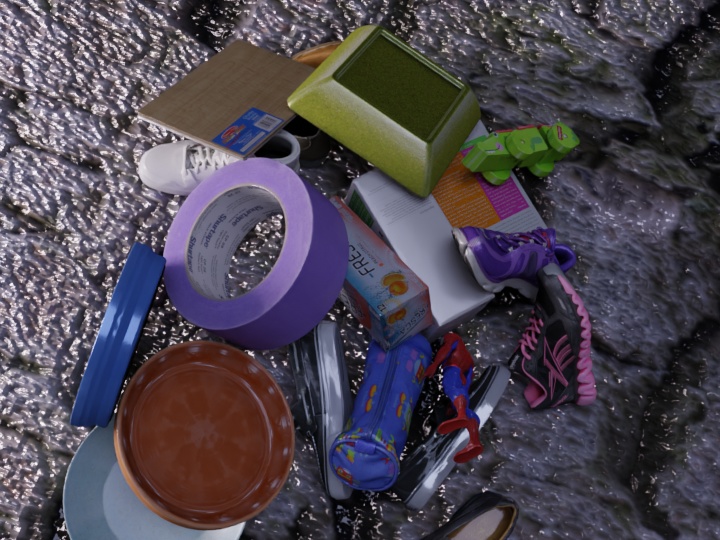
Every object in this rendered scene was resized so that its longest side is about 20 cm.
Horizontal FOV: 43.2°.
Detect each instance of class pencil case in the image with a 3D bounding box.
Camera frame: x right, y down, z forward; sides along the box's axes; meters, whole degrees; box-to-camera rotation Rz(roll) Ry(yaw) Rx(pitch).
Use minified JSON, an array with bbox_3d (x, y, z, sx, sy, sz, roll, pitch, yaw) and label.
[{"bbox_3d":[0.026,0.142,1.005,0.077,0.087,0.201,9,42,12],"label":"pencil case"}]

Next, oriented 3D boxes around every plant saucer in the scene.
[{"bbox_3d":[-0.219,0.245,0.992,0.199,0.039,0.203,3,71,-8],"label":"plant saucer"},{"bbox_3d":[-0.165,0.175,0.971,0.199,0.032,0.202,14,60,-27],"label":"plant saucer"},{"bbox_3d":[0.042,-0.209,1.090,0.199,0.048,0.200,34,48,1],"label":"plant saucer"}]

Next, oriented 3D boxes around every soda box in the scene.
[{"bbox_3d":[0.000,0.000,1.049,0.068,0.064,0.200,-28,48,-17],"label":"soda box"}]

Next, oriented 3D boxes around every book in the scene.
[{"bbox_3d":[0.148,-0.084,1.158,0.133,0.048,0.201,-25,78,-20],"label":"book"}]

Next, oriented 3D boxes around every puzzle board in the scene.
[{"bbox_3d":[-0.142,-0.203,1.073,0.150,0.018,0.200,24,47,18],"label":"puzzle board"}]

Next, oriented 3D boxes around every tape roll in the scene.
[{"bbox_3d":[-0.118,-0.018,1.019,0.198,0.085,0.202,-11,65,25],"label":"tape roll"}]

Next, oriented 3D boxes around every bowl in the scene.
[{"bbox_3d":[-0.252,0.070,0.959,0.039,0.201,0.202,20,69,-11],"label":"bowl"}]

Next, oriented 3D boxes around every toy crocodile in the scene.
[{"bbox_3d":[0.207,-0.157,1.153,0.199,0.068,0.062,-12,66,-34],"label":"toy crocodile"}]

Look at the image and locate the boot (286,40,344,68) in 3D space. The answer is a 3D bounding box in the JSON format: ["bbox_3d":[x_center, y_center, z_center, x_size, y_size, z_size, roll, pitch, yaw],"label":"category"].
[{"bbox_3d":[0.008,-0.217,1.159,0.199,0.071,0.145,-10,63,-21],"label":"boot"}]

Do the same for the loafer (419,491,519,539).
[{"bbox_3d":[0.097,0.319,1.000,0.073,0.072,0.200,44,71,6],"label":"loafer"}]

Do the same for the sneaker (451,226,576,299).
[{"bbox_3d":[0.178,-0.025,1.043,0.199,0.083,0.081,9,48,-49],"label":"sneaker"}]

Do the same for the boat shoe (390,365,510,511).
[{"bbox_3d":[0.102,0.182,1.050,0.056,0.069,0.200,37,72,5],"label":"boat shoe"}]

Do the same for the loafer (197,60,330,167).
[{"bbox_3d":[-0.120,-0.211,1.142,0.199,0.070,0.076,32,70,2],"label":"loafer"}]

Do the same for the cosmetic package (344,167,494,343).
[{"bbox_3d":[0.065,-0.022,1.091,0.084,0.108,0.201,-26,76,-17],"label":"cosmetic package"}]

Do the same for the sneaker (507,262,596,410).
[{"bbox_3d":[0.216,0.086,1.055,0.094,0.201,0.079,-15,30,0],"label":"sneaker"}]

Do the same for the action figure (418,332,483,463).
[{"bbox_3d":[0.103,0.126,1.010,0.051,0.200,0.066,-26,113,18],"label":"action figure"}]

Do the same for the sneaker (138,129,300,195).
[{"bbox_3d":[-0.169,-0.140,1.088,0.198,0.116,0.074,0,73,-8],"label":"sneaker"}]

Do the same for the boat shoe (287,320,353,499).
[{"bbox_3d":[-0.047,0.160,1.040,0.070,0.072,0.202,-10,74,12],"label":"boat shoe"}]
